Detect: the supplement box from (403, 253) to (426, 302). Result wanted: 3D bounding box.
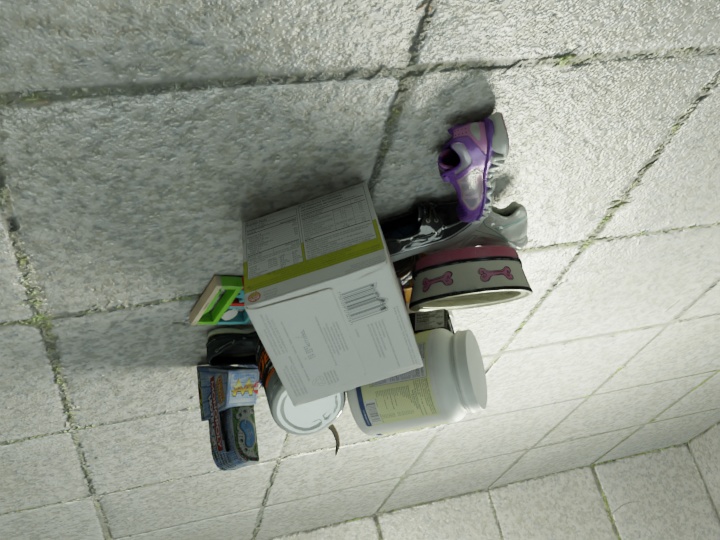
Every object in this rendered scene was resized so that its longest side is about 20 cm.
[{"bbox_3d":[0.102,0.010,1.441,0.196,0.070,0.067,-13,157,-13],"label":"supplement box"}]

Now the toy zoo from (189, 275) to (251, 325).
[{"bbox_3d":[-0.176,0.053,1.414,0.197,0.021,0.131,1,148,-33],"label":"toy zoo"}]

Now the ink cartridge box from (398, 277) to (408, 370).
[{"bbox_3d":[0.017,0.101,1.276,0.117,0.202,0.042,-15,127,9],"label":"ink cartridge box"}]

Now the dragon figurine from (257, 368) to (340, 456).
[{"bbox_3d":[-0.107,0.241,1.494,0.098,0.202,0.059,-20,-161,33],"label":"dragon figurine"}]

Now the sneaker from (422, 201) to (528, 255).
[{"bbox_3d":[0.175,-0.073,1.344,0.196,0.071,0.082,-7,127,-7],"label":"sneaker"}]

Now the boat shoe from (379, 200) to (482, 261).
[{"bbox_3d":[0.094,-0.073,1.289,0.196,0.071,0.067,-17,139,11],"label":"boat shoe"}]

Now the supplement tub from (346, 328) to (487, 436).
[{"bbox_3d":[0.088,0.173,1.306,0.196,0.148,0.145,-13,155,18],"label":"supplement tub"}]

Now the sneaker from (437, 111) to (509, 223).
[{"bbox_3d":[0.148,-0.141,1.181,0.086,0.082,0.202,-5,147,-6],"label":"sneaker"}]

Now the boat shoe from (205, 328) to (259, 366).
[{"bbox_3d":[-0.181,0.140,1.464,0.195,0.067,0.075,1,135,8],"label":"boat shoe"}]

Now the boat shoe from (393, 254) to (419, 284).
[{"bbox_3d":[0.000,0.000,1.358,0.196,0.073,0.073,-17,152,2],"label":"boat shoe"}]

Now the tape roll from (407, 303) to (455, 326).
[{"bbox_3d":[0.077,0.096,1.586,0.198,0.072,0.204,-14,153,-7],"label":"tape roll"}]

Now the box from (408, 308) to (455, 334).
[{"bbox_3d":[0.073,0.155,1.427,0.196,0.048,0.195,-9,136,15],"label":"box"}]

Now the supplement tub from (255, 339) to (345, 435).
[{"bbox_3d":[-0.102,0.158,1.341,0.120,0.201,0.125,-7,118,-14],"label":"supplement tub"}]

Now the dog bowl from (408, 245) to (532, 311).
[{"bbox_3d":[0.170,0.014,1.324,0.195,0.076,0.200,-6,169,-1],"label":"dog bowl"}]

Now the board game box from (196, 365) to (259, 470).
[{"bbox_3d":[-0.235,0.251,1.509,0.060,0.204,0.199,-1,162,-26],"label":"board game box"}]

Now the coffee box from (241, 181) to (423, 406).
[{"bbox_3d":[-0.044,0.032,1.190,0.196,0.199,0.202,-18,128,3],"label":"coffee box"}]

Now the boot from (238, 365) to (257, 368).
[{"bbox_3d":[-0.137,0.166,1.541,0.196,0.073,0.092,19,133,10],"label":"boot"}]
